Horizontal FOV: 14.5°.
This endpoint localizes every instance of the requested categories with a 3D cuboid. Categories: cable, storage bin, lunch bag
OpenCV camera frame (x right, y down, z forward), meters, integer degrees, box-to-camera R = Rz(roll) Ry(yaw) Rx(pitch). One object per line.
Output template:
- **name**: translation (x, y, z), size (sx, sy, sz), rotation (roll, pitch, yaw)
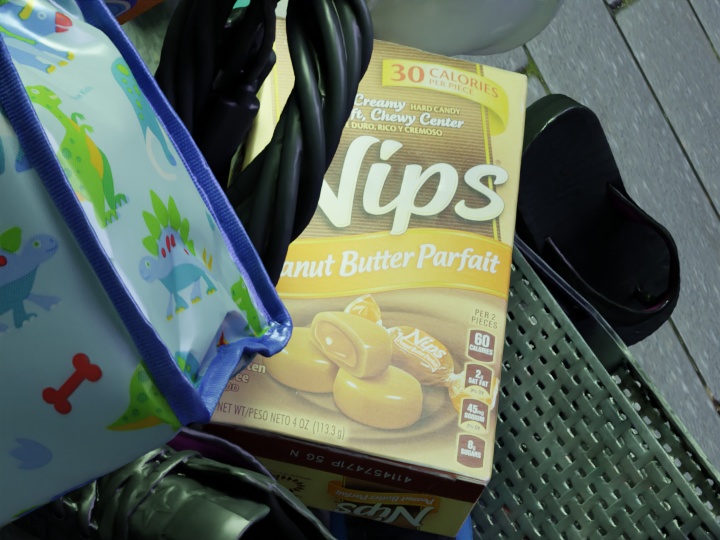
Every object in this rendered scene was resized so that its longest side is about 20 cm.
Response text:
- **cable**: translation (-0.054, -0.043, 1.076), size (0.051, 0.200, 0.163), rotation (20, 48, -19)
- **storage bin**: translation (0.099, 0.095, 1.259), size (0.200, 0.094, 0.135), rotation (55, 9, 35)
- **lunch bag**: translation (-0.146, -0.018, 0.839), size (0.200, 0.170, 0.127), rotation (62, 19, -5)

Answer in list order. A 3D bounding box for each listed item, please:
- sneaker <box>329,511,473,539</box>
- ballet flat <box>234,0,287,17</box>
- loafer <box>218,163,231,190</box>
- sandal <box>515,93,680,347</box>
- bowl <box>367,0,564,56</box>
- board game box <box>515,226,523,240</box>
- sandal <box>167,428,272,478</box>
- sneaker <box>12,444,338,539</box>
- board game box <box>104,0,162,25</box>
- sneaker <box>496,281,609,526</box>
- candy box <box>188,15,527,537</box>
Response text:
- **sneaker**: translation (0.013, 0.094, 1.187), size (0.078, 0.066, 0.200), rotation (112, -23, -68)
- **ballet flat**: translation (-0.039, -0.128, 1.266), size (0.067, 0.070, 0.200), rotation (85, 13, -58)
- **loafer**: translation (-0.025, -0.028, 1.269), size (0.071, 0.073, 0.200), rotation (50, 35, -39)
- **sandal**: translation (0.118, -0.010, 1.385), size (0.048, 0.075, 0.200), rotation (36, -9, 35)
- **bowl**: translation (0.003, -0.180, 1.389), size (0.090, 0.201, 0.201), rotation (-34, 97, -35)
- **board game box**: translation (0.041, -0.055, 1.410), size (0.126, 0.035, 0.200), rotation (42, 8, 34)
- **sandal**: translation (-0.067, 0.086, 1.040), size (0.200, 0.048, 0.075), rotation (46, 27, -35)
- **sneaker**: translation (-0.066, 0.079, 0.942), size (0.200, 0.104, 0.060), rotation (34, 76, -26)
- **board game box**: translation (-0.148, -0.187, 0.985), size (0.200, 0.200, 0.200), rotation (66, 22, 7)
- **sneaker**: translation (0.093, 0.082, 1.405), size (0.088, 0.075, 0.200), rotation (43, 25, -65)
- **candy box**: translation (0.000, 0.000, 1.153), size (0.115, 0.055, 0.200), rotation (13, 57, -9)
